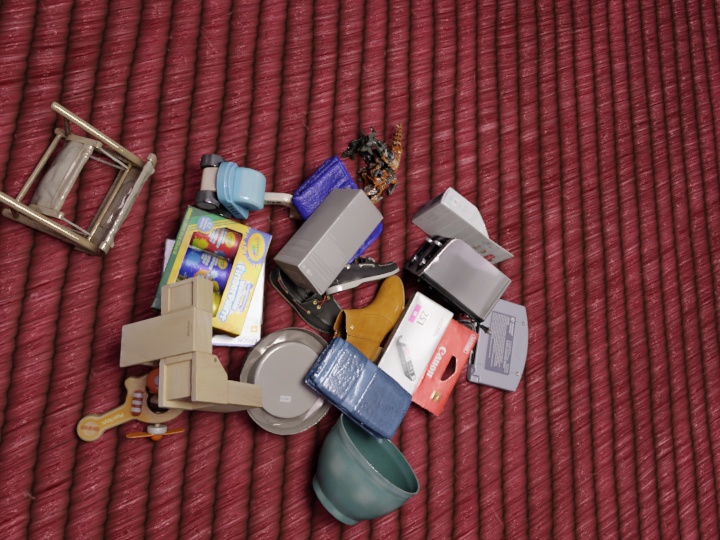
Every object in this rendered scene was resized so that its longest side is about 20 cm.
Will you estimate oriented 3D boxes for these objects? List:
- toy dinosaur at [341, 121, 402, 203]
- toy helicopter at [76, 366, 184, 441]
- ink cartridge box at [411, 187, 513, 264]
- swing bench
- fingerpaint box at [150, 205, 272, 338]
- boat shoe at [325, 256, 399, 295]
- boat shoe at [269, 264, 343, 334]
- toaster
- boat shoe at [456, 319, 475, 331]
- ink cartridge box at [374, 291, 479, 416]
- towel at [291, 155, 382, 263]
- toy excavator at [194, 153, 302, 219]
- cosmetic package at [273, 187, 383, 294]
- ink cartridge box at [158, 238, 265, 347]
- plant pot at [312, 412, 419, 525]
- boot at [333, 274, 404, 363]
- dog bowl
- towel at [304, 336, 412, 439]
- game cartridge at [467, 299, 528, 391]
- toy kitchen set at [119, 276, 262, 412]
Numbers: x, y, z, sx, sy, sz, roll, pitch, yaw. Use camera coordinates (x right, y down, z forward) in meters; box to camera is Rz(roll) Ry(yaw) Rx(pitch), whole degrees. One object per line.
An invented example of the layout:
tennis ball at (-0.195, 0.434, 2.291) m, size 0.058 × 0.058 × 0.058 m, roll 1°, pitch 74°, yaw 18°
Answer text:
toy dinosaur at (0.039, -0.246, 1.310) m, size 0.135 × 0.102 × 0.201 m, roll 36°, pitch 50°, yaw -25°
toy helicopter at (-0.403, 0.258, 1.048) m, size 0.199 × 0.079 × 0.133 m, roll -23°, pitch 96°, yaw -12°
ink cartridge box at (0.228, -0.088, 1.290) m, size 0.199 × 0.160 × 0.047 m, roll 35°, pitch 71°, yaw -10°
swing bench at (-0.507, -0.153, 1.061) m, size 0.199 × 0.130 × 0.200 m, roll 28°, pitch 70°, yaw -18°
fingerpaint box at (-0.275, 0.005, 1.090) m, size 0.166 × 0.073 × 0.202 m, roll 20°, pitch 74°, yaw -14°
boat shoe at (0.000, 0.000, 1.218) m, size 0.199 × 0.074 × 0.061 m, roll -16°, pitch 89°, yaw -37°
boat shoe at (-0.099, 0.059, 1.195) m, size 0.201 × 0.063 × 0.074 m, roll 43°, pitch 64°, yaw -9°
toaster at (0.207, 0.017, 1.238) m, size 0.200 × 0.181 × 0.119 m, roll 38°, pitch 92°, yaw -8°
boat shoe at (0.177, 0.160, 1.274) m, size 0.199 × 0.057 × 0.069 m, roll -21°, pitch 86°, yaw -22°
ink cartridge box at (0.138, 0.174, 1.200) m, size 0.173 × 0.044 × 0.201 m, roll 31°, pitch 79°, yaw -5°
towel at (-0.041, -0.120, 1.221) m, size 0.148 × 0.049 × 0.200 m, roll -50°, pitch 122°, yaw -22°
toy excavator at (-0.205, -0.148, 1.171) m, size 0.198 × 0.195 × 0.101 m, roll 3°, pitch 75°, yaw 10°
cosmetic package at (-0.061, -0.062, 1.128) m, size 0.200 × 0.107 × 0.090 m, roll -48°, pitch 121°, yaw -17°
ink cartridge box at (-0.288, 0.047, 1.140) m, size 0.198 × 0.041 × 0.202 m, roll 6°, pitch 78°, yaw -18°
plant pot at (-0.006, 0.387, 1.102) m, size 0.200 × 0.200 × 0.134 m, roll 42°, pitch 95°, yaw -7°
boot at (0.016, 0.092, 1.197) m, size 0.144 × 0.070 × 0.203 m, roll 22°, pitch 76°, yaw -45°
dog bowl at (-0.142, 0.209, 1.127) m, size 0.198 × 0.059 × 0.202 m, roll 0°, pitch 91°, yaw -27°
towel at (0.000, 0.226, 1.118) m, size 0.200 × 0.048 × 0.112 m, roll 40°, pitch 68°, yaw -9°
game cartridge at (0.319, 0.168, 1.335) m, size 0.132 × 0.041 × 0.202 m, roll 16°, pitch 74°, yaw -12°
toy kitchen set at (-0.292, 0.143, 1.019) m, size 0.180 × 0.162 × 0.202 m, roll 31°, pitch 50°, yaw -59°
